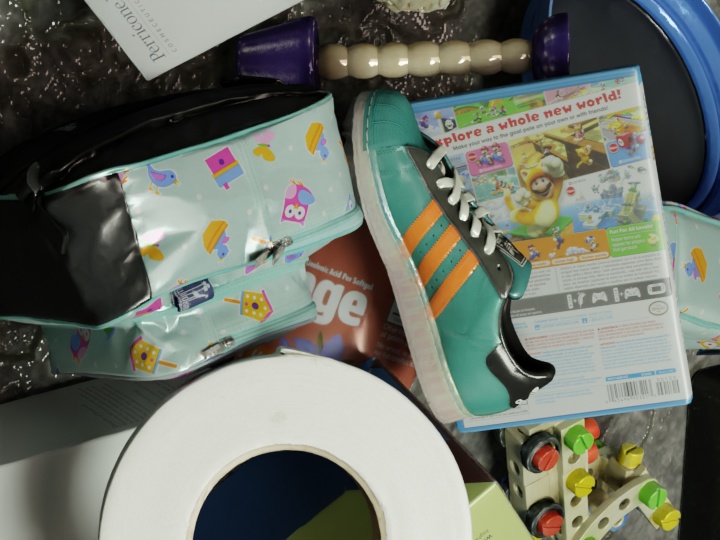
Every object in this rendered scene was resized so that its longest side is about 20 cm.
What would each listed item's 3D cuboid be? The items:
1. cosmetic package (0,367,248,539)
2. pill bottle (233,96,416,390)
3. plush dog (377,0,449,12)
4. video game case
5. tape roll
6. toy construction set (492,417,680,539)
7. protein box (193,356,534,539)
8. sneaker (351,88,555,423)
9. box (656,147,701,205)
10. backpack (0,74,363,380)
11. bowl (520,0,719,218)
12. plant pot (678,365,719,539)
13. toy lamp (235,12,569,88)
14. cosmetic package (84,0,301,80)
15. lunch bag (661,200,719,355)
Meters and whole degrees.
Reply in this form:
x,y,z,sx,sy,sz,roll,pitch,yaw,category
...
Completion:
x,y,z,sx,sy,sz,roll,pitch,yaw,category
-0.162,0.131,1.304,0.199,0.081,0.113,-17,117,-36,cosmetic package
0.000,0.000,1.377,0.112,0.112,0.201,20,91,-42,pill bottle
0.039,-0.238,1.314,0.160,0.200,0.173,9,87,-8,plush dog
0.110,-0.011,1.306,0.018,0.142,0.201,-39,119,-73,video game case
-0.040,0.143,1.177,0.202,0.037,0.204,0,89,-7,tape roll
0.155,0.120,1.558,0.131,0.092,0.201,-25,117,-22,toy construction set
0.005,0.202,1.317,0.198,0.135,0.200,-40,135,-6,protein box
0.056,-0.015,1.273,0.071,0.080,0.201,-50,123,-70,sneaker
0.146,-0.055,1.495,0.199,0.070,0.065,4,64,-41,box
-0.099,-0.025,1.233,0.200,0.175,0.154,-30,104,-31,backpack
0.184,-0.120,1.479,0.200,0.039,0.202,19,59,-36,bowl
0.378,0.179,1.708,0.199,0.177,0.201,-11,110,-36,plant pot
0.025,-0.125,1.327,0.199,0.058,0.059,1,109,4,toy lamp
-0.084,-0.241,1.161,0.199,0.123,0.200,-25,129,17,cosmetic package
0.165,0.008,1.424,0.200,0.160,0.078,16,74,-51,lunch bag
